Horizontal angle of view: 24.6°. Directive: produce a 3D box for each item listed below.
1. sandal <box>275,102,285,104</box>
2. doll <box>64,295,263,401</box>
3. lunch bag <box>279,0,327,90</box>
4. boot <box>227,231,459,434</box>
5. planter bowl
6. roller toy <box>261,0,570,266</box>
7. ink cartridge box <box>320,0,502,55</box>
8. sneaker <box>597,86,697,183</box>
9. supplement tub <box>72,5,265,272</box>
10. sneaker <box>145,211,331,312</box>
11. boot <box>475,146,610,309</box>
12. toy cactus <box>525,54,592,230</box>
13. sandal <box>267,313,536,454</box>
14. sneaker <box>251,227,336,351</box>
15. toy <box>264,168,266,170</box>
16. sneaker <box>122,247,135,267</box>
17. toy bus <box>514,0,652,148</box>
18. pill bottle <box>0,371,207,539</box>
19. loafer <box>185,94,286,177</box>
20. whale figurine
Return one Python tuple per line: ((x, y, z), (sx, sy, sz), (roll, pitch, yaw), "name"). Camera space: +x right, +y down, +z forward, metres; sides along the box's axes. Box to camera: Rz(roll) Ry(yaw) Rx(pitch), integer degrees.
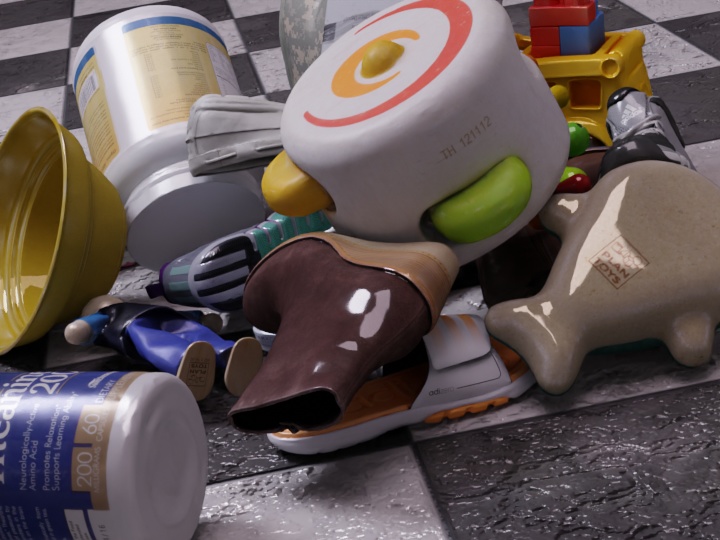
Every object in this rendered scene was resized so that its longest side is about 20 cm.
((0.004, -0.082, 1.404), (0.209, 0.070, 0.078), (14, -16, 11), "sandal")
((-0.156, 0.049, 1.228), (0.135, 0.049, 0.199), (-2, 11, -34), "doll")
((0.004, -0.201, 1.620), (0.117, 0.202, 0.163), (-20, 22, -28), "lunch bag")
((-0.043, 0.043, 1.080), (0.199, 0.073, 0.166), (-10, 26, 43), "boot")
((-0.244, -0.024, 1.337), (0.083, 0.203, 0.200), (13, 7, -32), "planter bowl")
((0.041, -0.101, 1.157), (0.198, 0.140, 0.183), (-7, 40, 39), "roller toy")
((0.045, -0.217, 1.434), (0.144, 0.203, 0.083), (2, -7, 43), "ink cartridge box")
((0.209, -0.094, 1.263), (0.074, 0.117, 0.200), (-27, -22, 16), "sneaker")
((-0.165, -0.114, 1.434), (0.143, 0.145, 0.202), (-12, 57, -10), "supplement tub")
((-0.080, -0.014, 1.329), (0.087, 0.075, 0.199), (-5, 6, 43), "sneaker")
((0.168, -0.029, 1.292), (0.184, 0.065, 0.200), (-19, 20, -2), "boot")
((0.100, -0.082, 1.288), (0.163, 0.103, 0.201), (-23, 32, 7), "toy cactus")
((0.033, 0.066, 1.098), (0.205, 0.060, 0.079), (-17, 22, -22), "sandal")
((0.000, 0.000, 1.269), (0.199, 0.072, 0.073), (-23, 24, -39), "sneaker")
((0.004, -0.068, 1.472), (0.115, 0.048, 0.199), (-33, 42, -28), "toy")
((-0.243, -0.047, 1.475), (0.198, 0.088, 0.073), (-21, 23, -30), "sneaker")
((0.160, -0.158, 1.457), (0.198, 0.194, 0.136), (-1, 23, 24), "toy bus")
((-0.200, 0.116, 0.984), (0.198, 0.112, 0.111), (-2, 21, 19), "pill bottle")
((-0.042, -0.098, 1.321), (0.197, 0.071, 0.070), (3, -6, 8), "loafer")
((0.176, 0.016, 1.130), (0.199, 0.104, 0.159), (-36, 67, -21), "whale figurine")
